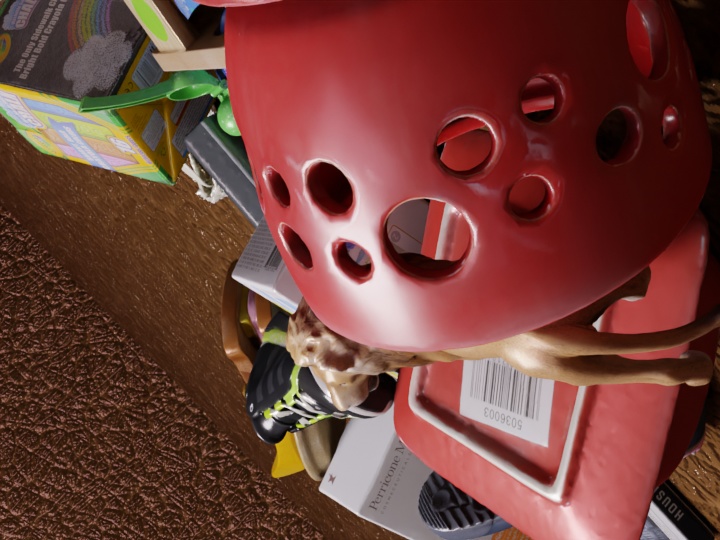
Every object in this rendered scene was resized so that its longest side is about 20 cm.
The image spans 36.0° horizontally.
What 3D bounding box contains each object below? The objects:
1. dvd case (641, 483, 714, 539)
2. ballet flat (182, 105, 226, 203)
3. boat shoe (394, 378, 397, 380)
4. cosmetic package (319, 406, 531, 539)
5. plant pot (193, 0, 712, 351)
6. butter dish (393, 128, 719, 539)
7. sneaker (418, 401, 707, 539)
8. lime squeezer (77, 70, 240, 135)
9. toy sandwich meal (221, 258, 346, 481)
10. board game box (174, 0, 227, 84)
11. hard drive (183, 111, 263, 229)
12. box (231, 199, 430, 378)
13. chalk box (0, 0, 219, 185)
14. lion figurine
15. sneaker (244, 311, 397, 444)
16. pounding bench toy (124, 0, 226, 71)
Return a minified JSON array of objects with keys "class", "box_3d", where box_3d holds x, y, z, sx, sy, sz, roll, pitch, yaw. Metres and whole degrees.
[{"class":"dvd case","box_3d":[0.202,0.183,0.949,0.150,0.025,0.200,47,162,5]},{"class":"ballet flat","box_3d":[-0.167,-0.145,1.054,0.071,0.072,0.202,26,152,49]},{"class":"boat shoe","box_3d":[0.093,0.100,0.946,0.070,0.071,0.200,53,162,-20]},{"class":"cosmetic package","box_3d":[0.074,0.184,0.937,0.198,0.103,0.071,30,173,-30]},{"class":"plant pot","box_3d":[0.034,-0.098,0.466,0.199,0.199,0.185,24,144,51]},{"class":"butter dish","box_3d":[0.130,0.038,0.629,0.199,0.146,0.203,26,110,49]},{"class":"sneaker","box_3d":[0.136,0.133,0.719,0.083,0.197,0.071,59,-172,-40]},{"class":"lime squeezer","box_3d":[-0.111,-0.114,0.844,0.198,0.072,0.038,24,141,-28]},{"class":"toy sandwich meal","box_3d":[-0.063,0.082,0.950,0.205,0.069,0.210,-7,-90,-81]},{"class":"board game box","box_3d":[-0.044,-0.141,0.796,0.199,0.045,0.153,29,155,48]},{"class":"hard drive","box_3d":[-0.060,-0.052,0.943,0.201,0.033,0.140,49,-165,-6]},{"class":"box","box_3d":[0.029,0.014,0.757,0.198,0.103,0.112,32,173,-19]},{"class":"chalk box","box_3d":[-0.235,-0.171,0.936,0.197,0.126,0.124,16,161,25]},{"class":"lion figurine","box_3d":[0.061,0.023,0.501,0.198,0.121,0.074,-11,81,51]},{"class":"sneaker","box_3d":[-0.035,0.087,0.757,0.071,0.084,0.200,31,176,-15]},{"class":"pounding bench toy","box_3d":[-0.102,-0.207,0.660,0.157,0.124,0.199,55,161,-25]}]
